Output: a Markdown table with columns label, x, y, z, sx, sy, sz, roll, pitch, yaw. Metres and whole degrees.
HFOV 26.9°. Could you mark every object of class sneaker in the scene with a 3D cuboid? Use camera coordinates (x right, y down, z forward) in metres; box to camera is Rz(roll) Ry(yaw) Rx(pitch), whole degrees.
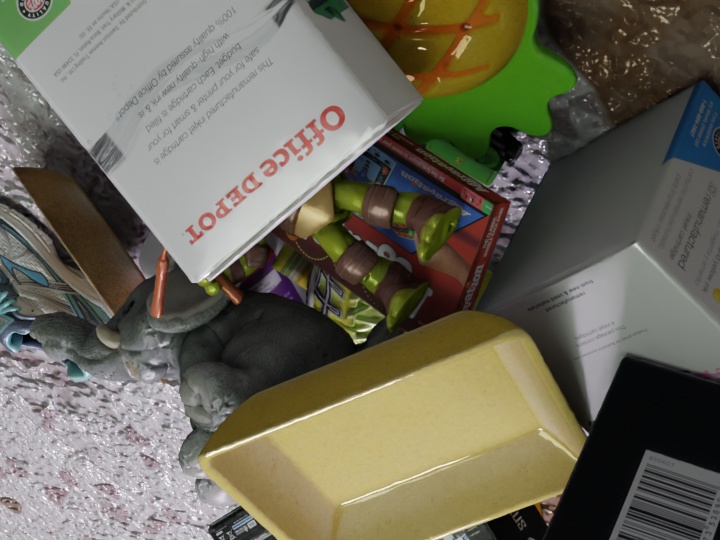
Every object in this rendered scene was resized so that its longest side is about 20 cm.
| label | x | y | z | sx | sy | sz | roll | pitch | yaw |
| --- | --- | --- | --- | --- | --- | --- | --- | --- | --- |
| sneaker | -0.280 | 0.015 | 1.236 | 0.200 | 0.086 | 0.078 | 33 | 139 | -4 |
| sneaker | 0.000 | 0.000 | 0.996 | 0.075 | 0.076 | 0.200 | -9 | 102 | -5 |

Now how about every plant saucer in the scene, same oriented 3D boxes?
| label | x | y | z | sx | sy | sz | roll | pitch | yaw |
| --- | --- | --- | --- | --- | --- | --- | --- | --- | --- |
| plant saucer | 0.027 | 0.100 | 0.904 | 0.200 | 0.049 | 0.200 | -22 | 143 | 10 |
| plant saucer | -0.192 | -0.004 | 1.141 | 0.200 | 0.035 | 0.200 | 54 | 172 | 11 |

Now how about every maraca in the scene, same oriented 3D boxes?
| label | x | y | z | sx | sy | sz | roll | pitch | yaw |
| --- | --- | --- | --- | --- | --- | --- | --- | --- | --- |
| maraca | 0.041 | -0.148 | 0.861 | 0.137 | 0.107 | 0.200 | -16 | 124 | 32 |

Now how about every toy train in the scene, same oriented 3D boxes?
| label | x | y | z | sx | sy | sz | roll | pitch | yaw |
| --- | --- | --- | --- | --- | --- | --- | --- | --- | --- |
| toy train | 0.014 | -0.120 | 0.958 | 0.200 | 0.042 | 0.056 | 32 | 158 | 4 |

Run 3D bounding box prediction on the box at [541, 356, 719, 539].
| label | x | y | z | sx | sy | sz | roll | pitch | yaw |
| --- | --- | --- | --- | --- | --- | --- | --- | --- | --- |
| box | 0.163 | 0.194 | 0.842 | 0.124 | 0.200 | 0.197 | 17 | 140 | 19 |

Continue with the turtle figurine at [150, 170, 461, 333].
| label | x | y | z | sx | sy | sz | roll | pitch | yaw |
| --- | --- | --- | --- | --- | --- | --- | --- | --- | --- |
| turtle figurine | -0.031 | -0.031 | 0.886 | 0.161 | 0.064 | 0.200 | 31 | 103 | 14 |

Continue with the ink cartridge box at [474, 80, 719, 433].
| label | x | y | z | sx | sy | sz | roll | pitch | yaw |
| --- | --- | --- | --- | --- | --- | --- | --- | --- | --- |
| ink cartridge box | 0.202 | 0.024 | 0.910 | 0.200 | 0.147 | 0.145 | 42 | 140 | -16 |

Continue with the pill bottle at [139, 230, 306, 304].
| label | x | y | z | sx | sy | sz | roll | pitch | yaw |
| --- | --- | --- | --- | --- | --- | --- | --- | --- | --- |
| pill bottle | -0.070 | 0.042 | 1.119 | 0.111 | 0.111 | 0.200 | -5 | 128 | 34 |

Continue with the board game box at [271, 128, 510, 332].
| label | x | y | z | sx | sy | sz | roll | pitch | yaw |
| --- | --- | --- | --- | --- | --- | --- | --- | --- | --- |
| board game box | 0.000 | -0.041 | 0.932 | 0.200 | 0.019 | 0.103 | 35 | 120 | 35 |

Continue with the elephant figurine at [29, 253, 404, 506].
| label | x | y | z | sx | sy | sz | roll | pitch | yaw |
| --- | --- | --- | --- | --- | --- | --- | --- | --- | --- |
| elephant figurine | -0.100 | 0.041 | 0.978 | 0.200 | 0.155 | 0.142 | 50 | 133 | 38 |

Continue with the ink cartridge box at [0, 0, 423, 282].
| label | x | y | z | sx | sy | sz | roll | pitch | yaw |
| --- | --- | --- | --- | --- | --- | --- | --- | --- | --- |
| ink cartridge box | -0.086 | -0.117 | 0.802 | 0.146 | 0.084 | 0.200 | -38 | 91 | 22 |

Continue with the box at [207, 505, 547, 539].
| label | x | y | z | sx | sy | sz | roll | pitch | yaw |
| --- | --- | --- | --- | --- | --- | --- | --- | --- | --- |
| box | 0.020 | 0.198 | 1.080 | 0.200 | 0.086 | 0.164 | -35 | 83 | 25 |

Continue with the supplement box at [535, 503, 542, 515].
| label | x | y | z | sx | sy | sz | roll | pitch | yaw |
| --- | --- | --- | --- | --- | --- | --- | --- | --- | --- |
| supplement box | 0.039 | 0.247 | 1.247 | 0.200 | 0.133 | 0.197 | 7 | 135 | 24 |

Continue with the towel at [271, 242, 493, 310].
| label | x | y | z | sx | sy | sz | roll | pitch | yaw |
| --- | --- | --- | --- | --- | --- | --- | --- | --- | --- |
| towel | 0.040 | 0.017 | 1.056 | 0.200 | 0.086 | 0.018 | 35 | 172 | -6 |
